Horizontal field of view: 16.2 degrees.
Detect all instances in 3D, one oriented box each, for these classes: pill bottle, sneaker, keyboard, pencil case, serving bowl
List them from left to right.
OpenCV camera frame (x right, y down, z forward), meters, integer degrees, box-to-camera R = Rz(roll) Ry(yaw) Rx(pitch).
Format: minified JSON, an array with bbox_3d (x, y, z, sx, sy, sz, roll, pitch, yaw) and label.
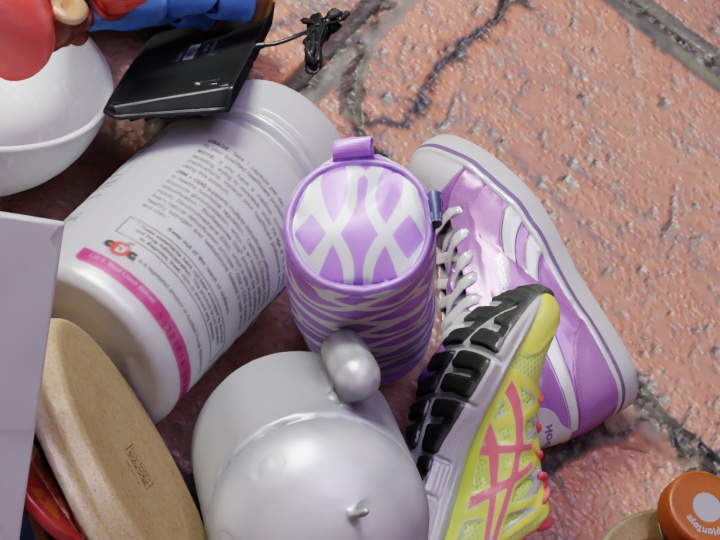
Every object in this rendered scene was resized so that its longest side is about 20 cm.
[{"bbox_3d":[-0.242,-0.099,1.409,0.200,0.066,0.200,16,31,-10],"label":"serving bowl"},{"bbox_3d":[-0.096,-0.014,1.397,0.113,0.113,0.200,38,52,5],"label":"pill bottle"},{"bbox_3d":[-0.071,-0.122,1.451,0.127,0.021,0.200,-9,19,8],"label":"keyboard"},{"bbox_3d":[0.000,0.000,1.362,0.084,0.200,0.086,-11,71,-4],"label":"pencil case"},{"bbox_3d":[0.065,0.015,1.471,0.114,0.073,0.201,-25,70,-29],"label":"sneaker"},{"bbox_3d":[0.072,0.105,1.391,0.090,0.078,0.200,25,85,-17],"label":"sneaker"}]

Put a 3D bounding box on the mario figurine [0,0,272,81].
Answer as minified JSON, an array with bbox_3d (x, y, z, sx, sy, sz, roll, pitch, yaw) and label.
[{"bbox_3d":[-0.145,-0.173,1.402,0.200,0.124,0.106,-9,58,-42],"label":"mario figurine"}]

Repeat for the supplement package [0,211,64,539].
[{"bbox_3d":[-0.243,0.040,1.085,0.200,0.111,0.156,7,92,-54],"label":"supplement package"}]

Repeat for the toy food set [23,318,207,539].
[{"bbox_3d":[-0.130,0.107,1.250,0.049,0.198,0.200,-28,107,5],"label":"toy food set"}]

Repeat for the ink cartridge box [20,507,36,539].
[{"bbox_3d":[-0.209,0.177,1.212,0.136,0.076,0.200,-20,68,-13],"label":"ink cartridge box"}]

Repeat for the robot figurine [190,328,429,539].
[{"bbox_3d":[-0.027,0.113,1.308,0.113,0.170,0.200,11,17,-12],"label":"robot figurine"}]

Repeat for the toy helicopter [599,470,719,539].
[{"bbox_3d":[0.206,0.217,1.392,0.200,0.079,0.132,39,54,2],"label":"toy helicopter"}]
